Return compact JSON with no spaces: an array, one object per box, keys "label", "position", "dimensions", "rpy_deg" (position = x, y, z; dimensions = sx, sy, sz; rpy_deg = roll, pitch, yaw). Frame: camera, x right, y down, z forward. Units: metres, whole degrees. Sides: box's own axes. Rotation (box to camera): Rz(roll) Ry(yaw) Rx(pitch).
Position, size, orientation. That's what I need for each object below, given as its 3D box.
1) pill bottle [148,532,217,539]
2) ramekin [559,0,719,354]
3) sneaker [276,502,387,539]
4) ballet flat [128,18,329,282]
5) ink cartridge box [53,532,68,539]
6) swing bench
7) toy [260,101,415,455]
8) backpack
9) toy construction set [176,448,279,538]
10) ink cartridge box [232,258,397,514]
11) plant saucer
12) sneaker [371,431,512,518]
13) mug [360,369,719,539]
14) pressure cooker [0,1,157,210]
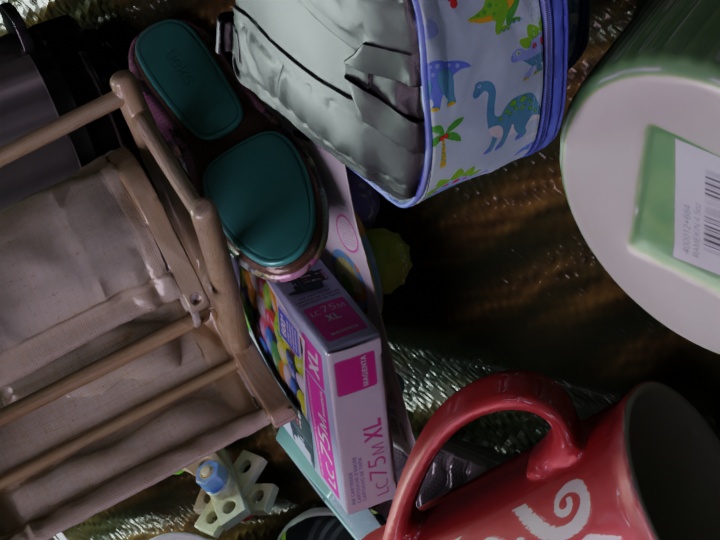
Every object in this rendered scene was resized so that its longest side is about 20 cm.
[{"label":"pill bottle","position":[-0.103,0.245,1.855],"dimensions":[0.111,0.111,0.200],"rpy_deg":[29,165,20]},{"label":"ramekin","position":[0.192,-0.050,1.320],"dimensions":[0.200,0.098,0.200],"rpy_deg":[27,141,24]},{"label":"sneaker","position":[-0.014,0.196,1.793],"dimensions":[0.072,0.083,0.200],"rpy_deg":[50,145,-8]},{"label":"ballet flat","position":[-0.070,-0.060,1.570],"dimensions":[0.200,0.069,0.071],"rpy_deg":[55,171,32]},{"label":"ink cartridge box","position":[-0.237,0.110,1.913],"dimensions":[0.200,0.047,0.160],"rpy_deg":[59,167,-23]},{"label":"swing bench","position":[-0.167,0.033,1.534],"dimensions":[0.130,0.199,0.200],"rpy_deg":[56,169,41]},{"label":"toy","position":[0.000,0.000,1.596],"dimensions":[0.115,0.047,0.200],"rpy_deg":[28,132,59]},{"label":"backpack","position":[0.028,-0.142,1.321],"dimensions":[0.200,0.147,0.183],"rpy_deg":[48,150,47]},{"label":"toy construction set","position":[-0.139,0.090,1.816],"dimensions":[0.131,0.092,0.200],"rpy_deg":[-18,122,25]},{"label":"ink cartridge box","position":[-0.039,0.038,1.607],"dimensions":[0.200,0.042,0.120],"rpy_deg":[-127,24,-50]},{"label":"plant saucer","position":[-0.015,0.138,1.704],"dimensions":[0.070,0.019,0.200],"rpy_deg":[54,176,-13]},{"label":"sneaker","position":[0.099,0.141,1.651],"dimensions":[0.200,0.082,0.075],"rpy_deg":[28,103,3]},{"label":"mug","position":[0.093,0.142,1.537],"dimensions":[0.200,0.133,0.178],"rpy_deg":[-27,91,29]},{"label":"pressure cooker","position":[-0.209,-0.048,1.648],"dimensions":[0.176,0.200,0.179],"rpy_deg":[98,149,-66]}]
